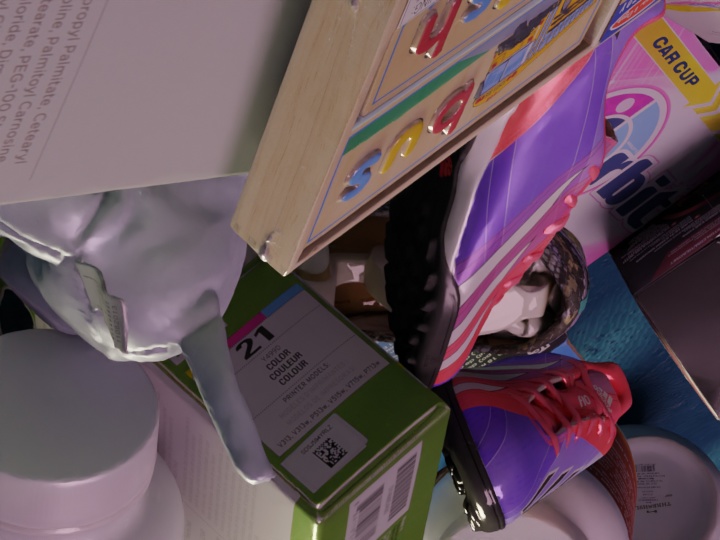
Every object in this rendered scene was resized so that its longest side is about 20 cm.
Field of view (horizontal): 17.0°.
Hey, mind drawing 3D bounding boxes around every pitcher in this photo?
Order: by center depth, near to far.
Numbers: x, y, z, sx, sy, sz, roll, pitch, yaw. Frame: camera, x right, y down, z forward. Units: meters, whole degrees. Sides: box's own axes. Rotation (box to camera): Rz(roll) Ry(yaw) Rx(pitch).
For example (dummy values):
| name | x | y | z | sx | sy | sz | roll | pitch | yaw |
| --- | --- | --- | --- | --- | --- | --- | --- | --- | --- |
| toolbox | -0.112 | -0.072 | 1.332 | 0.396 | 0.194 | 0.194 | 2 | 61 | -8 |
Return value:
| name | x | y | z | sx | sy | sz | roll | pitch | yaw |
| --- | --- | --- | --- | --- | --- | --- | --- | --- | --- |
| pitcher | 0.131 | 0.171 | 1.449 | 0.171 | 0.122 | 0.200 | -8 | 159 | -10 |

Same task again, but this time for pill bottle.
| name | x | y | z | sx | sy | sz | roll | pitch | yaw |
| --- | --- | --- | --- | --- | --- | --- | --- | --- | --- |
| pill bottle | -0.127 | 0.124 | 0.942 | 0.111 | 0.111 | 0.201 | -15 | 136 | -27 |
| pill bottle | 0.086 | 0.135 | 1.243 | 0.112 | 0.112 | 0.200 | -38 | -176 | 13 |

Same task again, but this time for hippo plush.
| name | x | y | z | sx | sy | sz | roll | pitch | yaw |
| --- | --- | --- | --- | --- | --- | --- | --- | --- | --- |
| hippo plush | -0.070 | -0.062 | 0.834 | 0.161 | 0.200 | 0.159 | -47 | 122 | -9 |

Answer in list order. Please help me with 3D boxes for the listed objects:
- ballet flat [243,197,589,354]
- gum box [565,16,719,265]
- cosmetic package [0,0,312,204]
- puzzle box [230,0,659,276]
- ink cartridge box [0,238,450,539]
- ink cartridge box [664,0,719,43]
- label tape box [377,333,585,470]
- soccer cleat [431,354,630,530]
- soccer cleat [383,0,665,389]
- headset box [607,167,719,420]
| name | x | y | z | sx | sy | sz | roll | pitch | yaw |
| --- | --- | --- | --- | --- | --- | --- | --- | --- | --- |
| ballet flat | 0.000 | 0.000 | 0.999 | 0.199 | 0.072 | 0.072 | 5 | 144 | -6 |
| gum box | 0.088 | -0.082 | 1.030 | 0.113 | 0.066 | 0.200 | -36 | 152 | 11 |
| cosmetic package | -0.104 | -0.131 | 0.657 | 0.199 | 0.168 | 0.167 | -8 | 144 | -35 |
| puzzle box | 0.049 | -0.090 | 0.716 | 0.200 | 0.025 | 0.133 | -37 | 163 | -34 |
| ink cartridge box | -0.067 | 0.051 | 0.985 | 0.076 | 0.200 | 0.148 | -39 | 158 | -27 |
| ink cartridge box | 0.145 | -0.153 | 0.914 | 0.200 | 0.067 | 0.118 | 19 | 82 | -55 |
| label tape box | 0.011 | 0.031 | 1.141 | 0.144 | 0.063 | 0.200 | -34 | 152 | 7 |
| soccer cleat | 0.076 | 0.065 | 1.043 | 0.073 | 0.069 | 0.200 | -19 | 178 | 9 |
| soccer cleat | 0.057 | -0.031 | 0.900 | 0.073 | 0.068 | 0.201 | 0 | 131 | -16 |
| headset box | 0.193 | -0.021 | 1.109 | 0.148 | 0.075 | 0.200 | -35 | -167 | 6 |
